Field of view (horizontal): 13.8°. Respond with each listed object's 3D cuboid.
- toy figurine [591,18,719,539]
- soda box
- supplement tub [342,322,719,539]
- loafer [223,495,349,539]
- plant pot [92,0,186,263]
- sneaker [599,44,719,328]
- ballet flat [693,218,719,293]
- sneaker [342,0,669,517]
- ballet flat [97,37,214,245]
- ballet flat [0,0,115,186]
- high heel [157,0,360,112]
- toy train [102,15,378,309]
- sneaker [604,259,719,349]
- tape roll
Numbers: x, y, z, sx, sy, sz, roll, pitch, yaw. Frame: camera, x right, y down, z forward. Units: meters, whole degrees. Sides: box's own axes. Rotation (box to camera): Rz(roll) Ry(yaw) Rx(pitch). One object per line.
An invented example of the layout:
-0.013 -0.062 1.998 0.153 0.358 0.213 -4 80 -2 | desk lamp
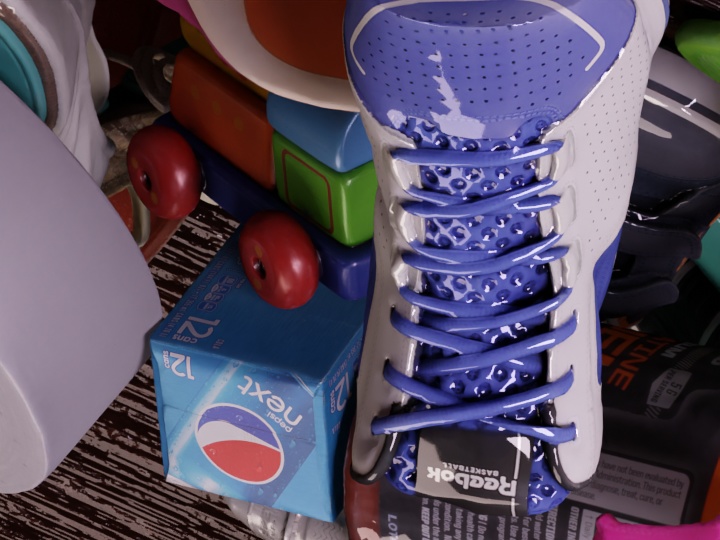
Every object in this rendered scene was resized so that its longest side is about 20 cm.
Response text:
0.125 0.047 0.842 0.150 0.185 0.200 25 -179 14 | toy figurine
0.000 0.000 1.066 0.067 0.064 0.200 12 -141 21 | soda box
0.101 0.076 0.974 0.199 0.108 0.107 13 175 28 | supplement tub
0.005 0.059 1.120 0.069 0.070 0.200 19 -164 11 | loafer
-0.179 -0.104 1.243 0.195 0.201 0.200 34 175 -35 | plant pot
0.084 -0.023 0.996 0.078 0.080 0.200 26 172 0 | sneaker
0.179 0.013 1.127 0.200 0.065 0.070 56 167 -15 | ballet flat
0.038 -0.002 0.768 0.080 0.116 0.200 2 156 5 | sneaker
-0.084 -0.048 1.160 0.066 0.199 0.070 70 168 -20 | ballet flat
-0.116 -0.071 1.018 0.069 0.070 0.200 25 158 11 | ballet flat
-0.036 -0.102 0.875 0.199 0.068 0.096 31 -168 12 | high heel
-0.045 -0.082 1.030 0.084 0.116 0.200 -25 -139 -27 | toy train
0.146 0.067 1.179 0.079 0.074 0.201 -26 103 49 | sneaker
-0.164 -0.014 1.013 0.200 0.066 0.201 32 155 17 | tape roll
